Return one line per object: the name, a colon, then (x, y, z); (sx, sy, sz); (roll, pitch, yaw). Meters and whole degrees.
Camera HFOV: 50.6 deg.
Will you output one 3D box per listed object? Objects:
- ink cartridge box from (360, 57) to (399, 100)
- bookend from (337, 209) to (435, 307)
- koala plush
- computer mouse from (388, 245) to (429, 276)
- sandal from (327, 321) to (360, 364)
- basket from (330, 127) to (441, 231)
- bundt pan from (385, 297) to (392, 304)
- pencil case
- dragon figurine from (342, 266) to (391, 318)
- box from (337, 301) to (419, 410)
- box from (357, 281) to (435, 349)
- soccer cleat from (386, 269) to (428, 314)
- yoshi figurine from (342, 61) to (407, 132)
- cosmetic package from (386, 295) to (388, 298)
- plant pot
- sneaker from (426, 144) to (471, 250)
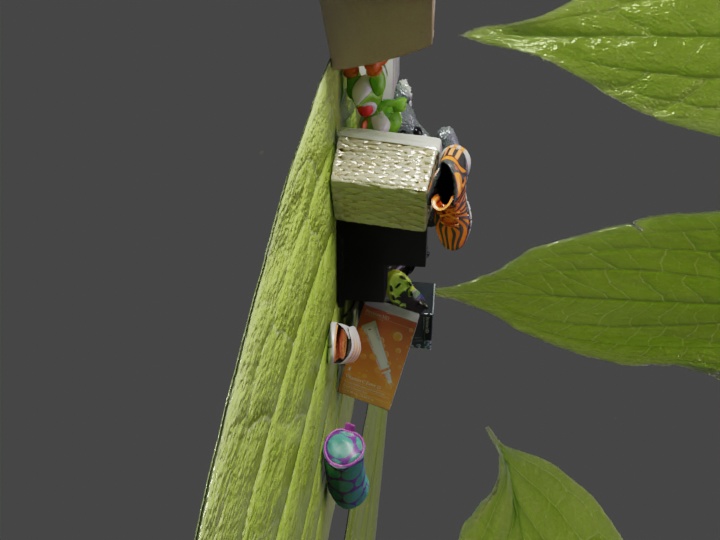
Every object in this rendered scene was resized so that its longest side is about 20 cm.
ink cartridge box: (0.041, -0.475, 1.701); (0.201, 0.082, 0.149); (-77, 169, -57)
bookend: (0.054, -0.030, 1.534); (0.092, 0.195, 0.203); (-72, 163, -65)
koala plush: (0.085, -0.290, 1.641); (0.178, 0.182, 0.201); (-51, 141, -13)
computer mouse: (0.078, 0.002, 1.769); (0.047, 0.197, 0.141); (61, -37, 18)
sandal: (-0.026, 0.144, 1.509); (0.207, 0.058, 0.081); (42, 51, -82)
basket: (0.046, -0.166, 1.407); (0.137, 0.195, 0.125); (85, 16, -55)
bundt pan: (0.045, 0.160, 1.800); (0.202, 0.074, 0.206); (-163, -91, -76)
pencil case: (-0.027, 0.395, 1.520); (0.202, 0.083, 0.093); (87, 25, -51)
dragon figurine: (0.000, 0.000, 1.649); (0.201, 0.099, 0.059); (-52, 179, 9)
box: (0.039, 0.177, 1.646); (0.097, 0.122, 0.204); (-50, 157, -80)
box: (0.095, 0.114, 1.995); (0.150, 0.195, 0.109); (86, 9, -48)
soccer cleat: (0.090, 0.046, 1.726); (0.065, 0.084, 0.200); (-45, 146, 0)
yoshi figurine: (0.031, -0.332, 1.480); (0.113, 0.110, 0.203); (-120, -168, -51)
cosmetic package: (0.042, -0.028, 1.952); (0.108, 0.088, 0.203); (82, 15, -46)
plant pot: (0.038, -0.468, 1.252); (0.200, 0.173, 0.205); (76, 18, -71)
sneaker: (0.152, -0.113, 1.361); (0.112, 0.076, 0.204); (-53, 143, -54)
